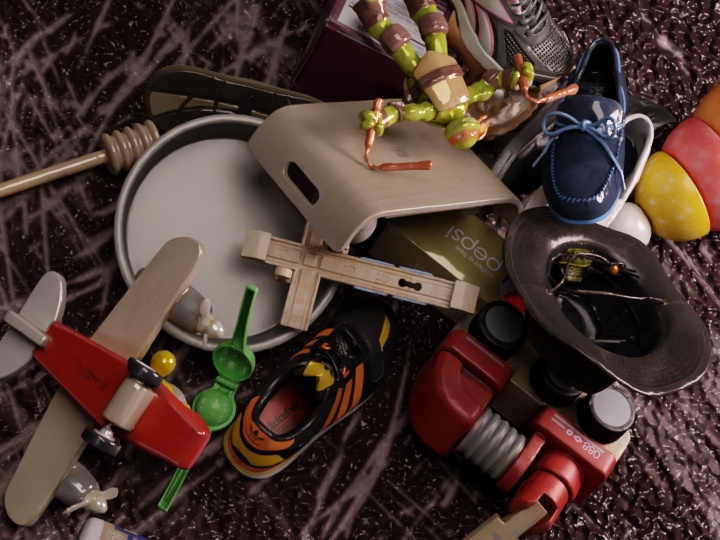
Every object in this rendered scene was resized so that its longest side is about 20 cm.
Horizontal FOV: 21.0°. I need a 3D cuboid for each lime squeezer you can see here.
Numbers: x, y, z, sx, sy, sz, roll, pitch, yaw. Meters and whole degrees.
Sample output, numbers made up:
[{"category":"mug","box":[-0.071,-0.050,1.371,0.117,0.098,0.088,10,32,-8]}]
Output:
[{"category":"lime squeezer","box":[-0.113,0.100,1.576,0.037,0.071,0.201,22,103,-9]}]

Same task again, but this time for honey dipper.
[{"category":"honey dipper","box":[-0.263,-0.082,1.636,0.199,0.038,0.038,-19,74,-21]}]

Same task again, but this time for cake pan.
[{"category":"cake pan","box":[-0.110,-0.029,1.635,0.199,0.037,0.202,2,83,-13]}]

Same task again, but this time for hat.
[{"category":"hat","box":[0.185,0.044,1.593,0.199,0.081,0.201,21,37,-17]}]

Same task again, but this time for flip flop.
[{"category":"flip flop","box":[-0.092,-0.128,1.694,0.199,0.058,0.082,18,102,-8]}]

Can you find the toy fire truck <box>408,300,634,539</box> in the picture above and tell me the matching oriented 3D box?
[{"category":"toy fire truck","box":[0.104,0.158,1.615,0.176,0.129,0.200,38,52,1]}]

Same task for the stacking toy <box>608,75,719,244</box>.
[{"category":"stacking toy","box":[0.298,-0.078,1.777,0.199,0.146,0.147,-29,78,-9]}]

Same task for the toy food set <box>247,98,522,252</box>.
[{"category":"toy food set","box":[0.023,-0.076,1.625,0.199,0.061,0.144,-7,44,-40]}]

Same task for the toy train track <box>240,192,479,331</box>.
[{"category":"toy train track","box":[0.000,0.000,1.600,0.198,0.033,0.116,14,80,0]}]

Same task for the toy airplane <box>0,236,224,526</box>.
[{"category":"toy airplane","box":[-0.197,0.090,1.533,0.141,0.199,0.200,34,42,-49]}]

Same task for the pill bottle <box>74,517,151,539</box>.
[{"category":"pill bottle","box":[-0.138,0.274,1.480,0.199,0.111,0.112,23,63,-7]}]

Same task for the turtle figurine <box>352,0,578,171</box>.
[{"category":"turtle figurine","box":[0.070,-0.166,1.621,0.199,0.064,0.162,-21,78,-16]}]

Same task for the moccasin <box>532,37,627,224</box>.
[{"category":"moccasin","box":[0.187,-0.123,1.650,0.080,0.069,0.201,1,43,6]}]

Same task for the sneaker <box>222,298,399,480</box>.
[{"category":"sneaker","box":[-0.028,0.089,1.605,0.070,0.090,0.200,44,63,4]}]

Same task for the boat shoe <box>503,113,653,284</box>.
[{"category":"boat shoe","box":[0.191,-0.066,1.686,0.073,0.065,0.200,36,58,-4]}]

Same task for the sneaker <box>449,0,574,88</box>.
[{"category":"sneaker","box":[0.119,-0.240,1.660,0.200,0.086,0.081,44,59,-20]}]

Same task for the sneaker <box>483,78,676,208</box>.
[{"category":"sneaker","box":[0.194,-0.103,1.775,0.104,0.060,0.200,39,59,5]}]

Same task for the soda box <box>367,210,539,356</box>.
[{"category":"soda box","box":[0.107,0.012,1.693,0.200,0.068,0.064,38,61,1]}]

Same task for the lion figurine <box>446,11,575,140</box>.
[{"category":"lion figurine","box":[0.119,-0.202,1.783,0.122,0.073,0.200,-25,44,-3]}]

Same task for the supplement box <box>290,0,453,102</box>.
[{"category":"supplement box","box":[0.029,-0.246,1.743,0.103,0.131,0.201,26,63,-7]}]
